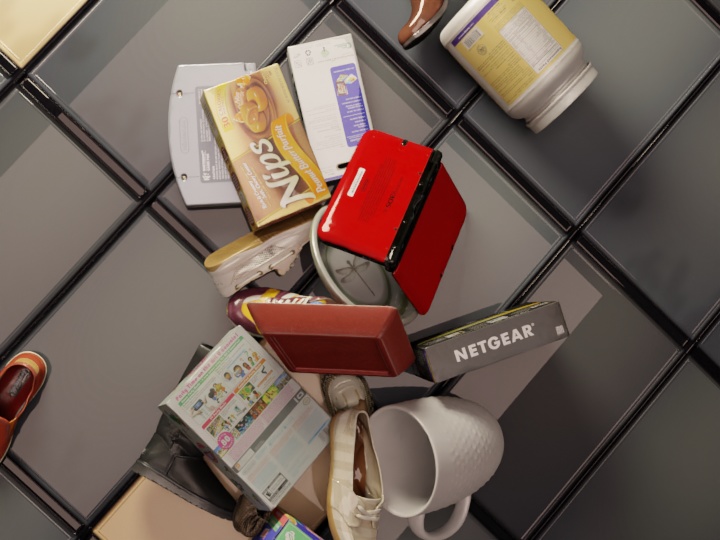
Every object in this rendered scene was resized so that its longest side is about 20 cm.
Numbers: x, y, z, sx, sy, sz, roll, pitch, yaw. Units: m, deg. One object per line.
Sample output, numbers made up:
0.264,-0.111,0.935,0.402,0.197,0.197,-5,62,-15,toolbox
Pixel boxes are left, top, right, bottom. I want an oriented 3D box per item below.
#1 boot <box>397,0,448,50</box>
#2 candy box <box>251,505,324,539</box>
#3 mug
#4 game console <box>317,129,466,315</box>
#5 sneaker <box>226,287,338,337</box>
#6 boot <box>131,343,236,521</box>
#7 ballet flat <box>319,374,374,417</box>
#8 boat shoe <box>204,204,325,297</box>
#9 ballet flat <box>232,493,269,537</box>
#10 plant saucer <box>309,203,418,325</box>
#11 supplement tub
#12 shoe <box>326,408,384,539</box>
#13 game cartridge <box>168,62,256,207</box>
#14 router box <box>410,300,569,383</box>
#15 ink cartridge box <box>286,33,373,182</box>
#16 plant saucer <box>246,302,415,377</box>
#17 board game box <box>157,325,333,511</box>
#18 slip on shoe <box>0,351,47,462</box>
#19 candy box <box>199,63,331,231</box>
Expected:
0.051,-0.444,1.464,0.199,0.068,0.189,36,85,-4,boot
-0.051,0.413,1.367,0.199,0.169,0.077,38,79,-4,candy box
0.110,0.273,1.393,0.174,0.146,0.203,-5,98,-44,mug
0.049,-0.069,1.416,0.170,0.119,0.202,19,60,9,game console
-0.087,0.059,1.409,0.197,0.090,0.076,11,70,-10,sneaker
-0.202,0.226,1.415,0.164,0.066,0.202,31,77,-12,boot
-0.008,0.212,1.427,0.067,0.075,0.203,-15,89,-6,ballet flat
-0.122,-0.027,1.432,0.198,0.071,0.070,-28,113,-14,boat shoe
-0.131,0.270,1.405,0.067,0.046,0.203,25,73,-37,ballet flat
0.000,0.000,1.411,0.200,0.200,0.050,47,128,-3,plant saucer
0.226,-0.311,1.441,0.145,0.145,0.200,-45,94,-6,supplement tub
-0.006,0.281,1.325,0.069,0.053,0.203,9,69,-40,shoe
-0.207,-0.192,1.439,0.131,0.040,0.203,-3,88,-11,game cartridge
0.173,0.098,1.413,0.197,0.157,0.053,-19,90,-6,router box
-0.038,-0.231,1.459,0.098,0.039,0.203,-12,88,-8,ink cartridge box
-0.036,0.098,1.342,0.196,0.201,0.037,1,65,11,plant saucer
-0.148,0.198,1.358,0.200,0.064,0.148,47,67,-7,board game box
-0.498,0.202,1.376,0.074,0.061,0.201,32,86,-6,slip on shoe
-0.132,-0.170,1.403,0.114,0.055,0.203,-23,93,-15,candy box
